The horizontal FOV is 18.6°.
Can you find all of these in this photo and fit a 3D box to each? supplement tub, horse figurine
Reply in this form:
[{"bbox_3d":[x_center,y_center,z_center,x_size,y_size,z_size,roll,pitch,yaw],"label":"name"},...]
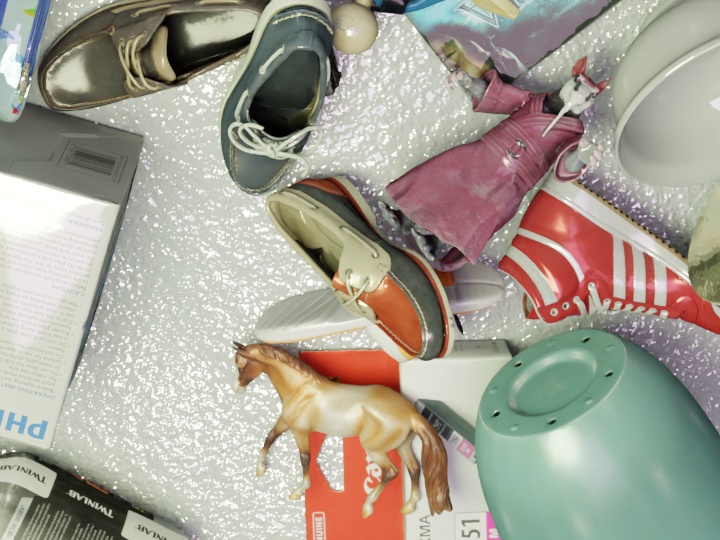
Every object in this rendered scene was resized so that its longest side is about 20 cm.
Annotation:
[{"bbox_3d":[-0.247,0.226,1.782,0.200,0.123,0.123,28,105,-11],"label":"supplement tub"},{"bbox_3d":[-0.011,0.131,1.768,0.199,0.050,0.133,14,116,13],"label":"horse figurine"}]

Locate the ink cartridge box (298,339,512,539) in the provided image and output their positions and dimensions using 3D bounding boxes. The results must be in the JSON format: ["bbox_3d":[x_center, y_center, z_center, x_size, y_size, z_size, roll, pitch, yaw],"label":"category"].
[{"bbox_3d":[0.039,0.159,1.810,0.173,0.044,0.201,-3,108,-2],"label":"ink cartridge box"}]

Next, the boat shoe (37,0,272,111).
[{"bbox_3d":[-0.157,-0.173,1.680,0.199,0.073,0.075,-23,107,6],"label":"boat shoe"}]

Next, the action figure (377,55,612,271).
[{"bbox_3d":[0.119,-0.079,1.683,0.200,0.149,0.134,-40,65,-4],"label":"action figure"}]

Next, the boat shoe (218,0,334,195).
[{"bbox_3d":[-0.062,-0.120,1.667,0.075,0.062,0.200,11,138,-16],"label":"boat shoe"}]

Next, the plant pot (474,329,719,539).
[{"bbox_3d":[0.180,0.145,1.711,0.200,0.201,0.161,-27,118,7],"label":"plant pot"}]

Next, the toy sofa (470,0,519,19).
[{"bbox_3d":[0.120,-0.289,1.594,0.097,0.083,0.200,36,91,-22],"label":"toy sofa"}]

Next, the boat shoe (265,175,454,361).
[{"bbox_3d":[0.000,0.000,1.682,0.062,0.200,0.071,-10,136,-35],"label":"boat shoe"}]

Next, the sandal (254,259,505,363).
[{"bbox_3d":[0.020,0.042,1.757,0.206,0.079,0.059,-11,115,14],"label":"sandal"}]

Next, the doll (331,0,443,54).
[{"bbox_3d":[0.023,-0.258,1.652,0.136,0.048,0.201,22,95,7],"label":"doll"}]

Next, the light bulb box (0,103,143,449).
[{"bbox_3d":[-0.256,-0.002,1.668,0.124,0.198,0.201,16,108,-5],"label":"light bulb box"}]

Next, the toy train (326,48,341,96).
[{"bbox_3d":[-0.049,-0.230,1.680,0.034,0.046,0.201,-11,111,9],"label":"toy train"}]

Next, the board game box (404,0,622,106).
[{"bbox_3d":[0.129,-0.236,1.690,0.200,0.028,0.135,-37,104,10],"label":"board game box"}]

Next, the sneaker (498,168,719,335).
[{"bbox_3d":[0.203,0.020,1.744,0.200,0.071,0.113,35,90,-4],"label":"sneaker"}]

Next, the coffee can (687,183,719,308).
[{"bbox_3d":[0.373,0.006,1.694,0.200,0.146,0.147,31,105,-22],"label":"coffee can"}]

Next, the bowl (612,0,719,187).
[{"bbox_3d":[0.270,-0.156,1.666,0.200,0.091,0.201,-15,152,-8],"label":"bowl"}]

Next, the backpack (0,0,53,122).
[{"bbox_3d":[-0.309,-0.209,1.615,0.146,0.183,0.201,7,106,-28],"label":"backpack"}]
